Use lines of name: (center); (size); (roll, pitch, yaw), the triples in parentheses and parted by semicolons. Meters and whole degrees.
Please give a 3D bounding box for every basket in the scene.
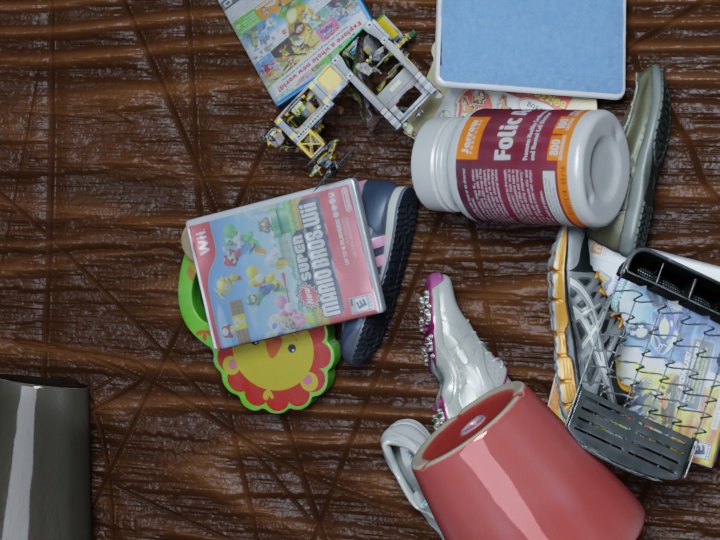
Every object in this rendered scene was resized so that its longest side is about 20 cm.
basket: (-0.376, 0.225, 1.746); (0.178, 0.136, 0.203); (7, 89, 12)

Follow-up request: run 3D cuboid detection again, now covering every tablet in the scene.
tablet: (0.175, -0.244, 1.583); (0.197, 0.014, 0.132); (4, 78, -5)

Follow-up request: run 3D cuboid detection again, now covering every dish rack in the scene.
dish rack: (0.290, 0.098, 1.500); (0.152, 0.055, 0.202); (24, 81, -8)

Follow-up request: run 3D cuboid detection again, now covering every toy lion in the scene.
toy lion: (-0.113, 0.055, 1.705); (0.198, 0.069, 0.194); (17, 103, 16)

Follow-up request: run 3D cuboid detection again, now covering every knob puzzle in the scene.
knob puzzle: (0.164, -0.195, 1.630); (0.217, 0.030, 0.223); (0, 91, 17)

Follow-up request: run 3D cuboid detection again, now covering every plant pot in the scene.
plant pot: (0.155, 0.221, 1.526); (0.199, 0.200, 0.178); (-34, 96, 14)

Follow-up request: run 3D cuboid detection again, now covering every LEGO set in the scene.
LEGO set: (0.004, -0.168, 1.617); (0.116, 0.154, 0.200); (45, 90, -3)

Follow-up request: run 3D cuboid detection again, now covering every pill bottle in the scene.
pill bottle: (0.157, -0.104, 1.538); (0.198, 0.114, 0.116); (4, 92, 36)

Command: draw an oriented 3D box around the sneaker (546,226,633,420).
sneaker: (0.229, 0.048, 1.554); (0.076, 0.078, 0.203); (-5, 92, 5)

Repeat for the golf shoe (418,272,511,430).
golf shoe: (0.113, 0.100, 1.638); (0.090, 0.075, 0.203); (-9, 86, -6)

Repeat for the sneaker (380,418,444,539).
sneaker: (0.089, 0.248, 1.628); (0.200, 0.088, 0.075); (46, 101, 6)

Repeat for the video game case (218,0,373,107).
video game case: (-0.081, -0.304, 1.707); (0.142, 0.018, 0.202); (-31, 82, 14)

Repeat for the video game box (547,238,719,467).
video game box: (0.300, 0.080, 1.588); (0.180, 0.047, 0.203); (15, 95, 18)

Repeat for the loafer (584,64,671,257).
loafer: (0.269, -0.115, 1.567); (0.069, 0.075, 0.203); (9, 77, 21)

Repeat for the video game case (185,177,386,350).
video game case: (-0.081, -0.005, 1.639); (0.198, 0.017, 0.145); (-13, 90, 19)

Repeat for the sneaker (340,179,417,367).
sneaker: (0.000, 0.000, 1.668); (0.081, 0.070, 0.203); (16, 90, 24)
